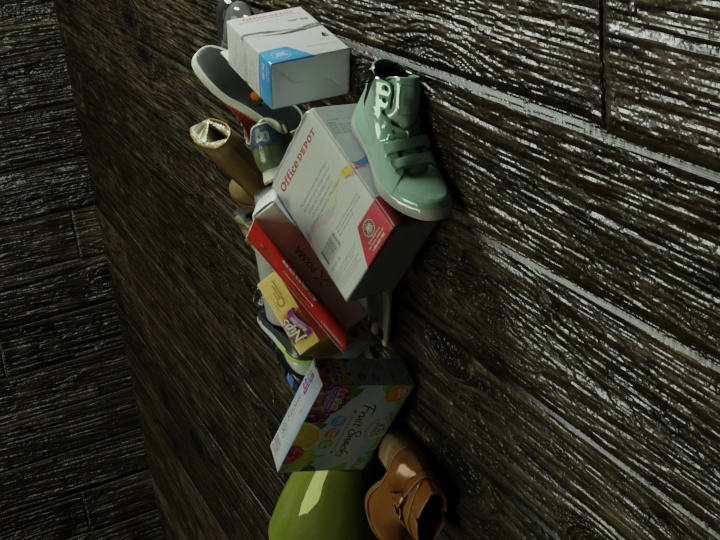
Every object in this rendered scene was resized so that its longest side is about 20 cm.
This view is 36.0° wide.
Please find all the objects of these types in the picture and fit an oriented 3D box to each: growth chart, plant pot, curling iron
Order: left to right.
[{"bbox_3d":[-0.145,0.099,1.847,0.025,0.050,0.201,16,134,28],"label":"curling iron"},{"bbox_3d":[-0.038,0.346,1.722,0.187,0.186,0.201,53,142,42],"label":"plant pot"},{"bbox_3d":[0.000,0.000,1.569,0.145,0.018,0.200,96,150,-54],"label":"growth chart"}]

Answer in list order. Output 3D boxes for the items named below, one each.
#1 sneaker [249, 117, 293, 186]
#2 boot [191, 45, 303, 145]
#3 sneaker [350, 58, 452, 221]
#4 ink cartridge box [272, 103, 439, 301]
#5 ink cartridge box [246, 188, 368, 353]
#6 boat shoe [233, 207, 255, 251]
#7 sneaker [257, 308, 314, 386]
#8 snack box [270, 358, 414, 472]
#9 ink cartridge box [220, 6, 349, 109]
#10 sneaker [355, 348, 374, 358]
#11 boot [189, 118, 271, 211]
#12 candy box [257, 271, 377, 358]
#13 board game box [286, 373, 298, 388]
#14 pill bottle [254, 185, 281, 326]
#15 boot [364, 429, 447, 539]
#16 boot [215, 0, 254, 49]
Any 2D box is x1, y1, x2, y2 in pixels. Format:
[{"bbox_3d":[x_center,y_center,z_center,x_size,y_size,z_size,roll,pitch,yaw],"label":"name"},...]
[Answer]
[{"bbox_3d":[-0.116,-0.179,1.589,0.200,0.067,0.090,-63,-48,-79],"label":"sneaker"},{"bbox_3d":[-0.183,-0.246,1.705,0.200,0.072,0.144,40,156,2],"label":"boot"},{"bbox_3d":[0.050,-0.155,1.273,0.201,0.073,0.118,58,151,32],"label":"sneaker"},{"bbox_3d":[-0.010,-0.088,1.384,0.200,0.083,0.146,57,138,24],"label":"ink cartridge box"},{"bbox_3d":[-0.065,-0.006,1.442,0.200,0.043,0.174,51,-170,-13],"label":"ink cartridge box"},{"bbox_3d":[-0.157,-0.066,1.859,0.200,0.075,0.074,-144,37,-70],"label":"boat shoe"},{"bbox_3d":[-0.113,0.120,1.716,0.200,0.071,0.083,-132,40,-62],"label":"sneaker"},{"bbox_3d":[-0.029,0.205,1.556,0.200,0.142,0.053,-63,36,39],"label":"snack box"},{"bbox_3d":[-0.108,-0.298,1.503,0.200,0.115,0.067,49,147,47],"label":"ink cartridge box"},{"bbox_3d":[-0.028,0.189,1.694,0.077,0.080,0.201,53,152,39],"label":"sneaker"},{"bbox_3d":[-0.196,-0.167,1.730,0.175,0.066,0.200,19,162,44],"label":"boot"},{"bbox_3d":[-0.055,0.060,1.531,0.117,0.056,0.200,57,-169,16],"label":"candy box"},{"bbox_3d":[-0.110,0.091,1.876,0.135,0.045,0.200,63,156,28],"label":"board game box"},{"bbox_3d":[-0.102,-0.025,1.679,0.114,0.114,0.201,30,132,60],"label":"pill bottle"},{"bbox_3d":[0.073,0.343,1.566,0.155,0.076,0.201,-130,44,-56],"label":"boot"},{"bbox_3d":[-0.176,-0.317,1.732,0.132,0.070,0.201,48,153,36],"label":"boot"}]
